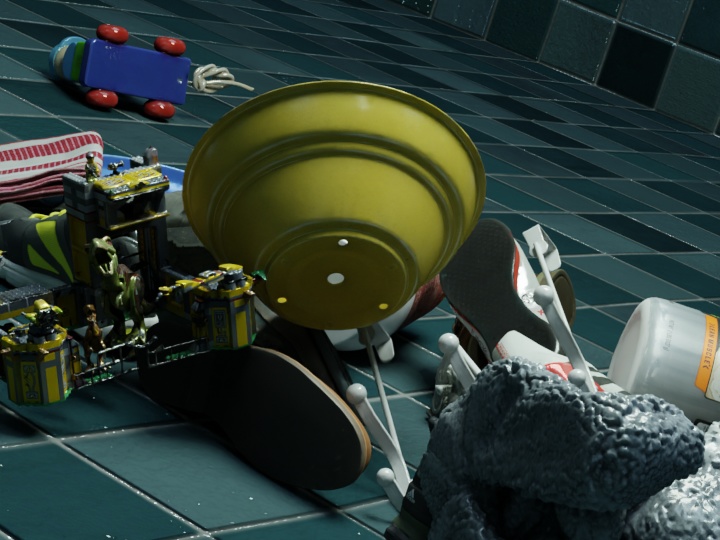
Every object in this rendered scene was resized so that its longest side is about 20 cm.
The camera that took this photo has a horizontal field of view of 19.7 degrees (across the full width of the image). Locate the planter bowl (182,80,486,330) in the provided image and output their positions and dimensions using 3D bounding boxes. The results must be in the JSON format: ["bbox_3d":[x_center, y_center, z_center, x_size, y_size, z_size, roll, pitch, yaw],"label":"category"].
[{"bbox_3d":[-0.017,-0.021,1.335,0.200,0.201,0.084,14,45,-16],"label":"planter bowl"}]

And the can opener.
[{"bbox_3d":[0.097,0.109,1.429,0.067,0.053,0.200,13,16,-21],"label":"can opener"}]

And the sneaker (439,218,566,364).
[{"bbox_3d":[0.120,0.053,1.541,0.108,0.067,0.202,57,5,-36],"label":"sneaker"}]

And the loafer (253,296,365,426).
[{"bbox_3d":[-0.046,0.066,1.424,0.063,0.072,0.200,-28,25,-2],"label":"loafer"}]

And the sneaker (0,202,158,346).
[{"bbox_3d":[-0.196,-0.015,1.470,0.074,0.085,0.200,6,18,-45],"label":"sneaker"}]

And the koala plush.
[{"bbox_3d":[0.150,0.138,1.125,0.200,0.178,0.184,13,13,-27],"label":"koala plush"}]

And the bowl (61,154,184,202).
[{"bbox_3d":[-0.156,-0.045,1.736,0.200,0.039,0.201,18,14,-4],"label":"bowl"}]

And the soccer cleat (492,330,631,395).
[{"bbox_3d":[0.165,0.103,1.413,0.200,0.069,0.085,32,14,-38],"label":"soccer cleat"}]

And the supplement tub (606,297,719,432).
[{"bbox_3d":[0.287,0.105,1.545,0.199,0.123,0.123,17,13,-2],"label":"supplement tub"}]

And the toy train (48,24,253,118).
[{"bbox_3d":[-0.228,-0.209,2.231,0.200,0.085,0.116,8,3,-36],"label":"toy train"}]

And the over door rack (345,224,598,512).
[{"bbox_3d":[0.065,0.051,1.331,0.067,0.147,0.200,56,13,-29],"label":"over door rack"}]

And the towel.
[{"bbox_3d":[-0.274,-0.082,1.634,0.144,0.023,0.200,-8,14,-5],"label":"towel"}]

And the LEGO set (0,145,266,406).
[{"bbox_3d":[-0.165,-0.006,1.273,0.200,0.116,0.154,-13,21,-25],"label":"LEGO set"}]

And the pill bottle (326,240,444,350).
[{"bbox_3d":[0.000,0.000,1.605,0.112,0.112,0.200,21,14,13],"label":"pill bottle"}]

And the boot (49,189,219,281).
[{"bbox_3d":[-0.122,-0.048,1.552,0.200,0.068,0.131,10,48,30],"label":"boot"}]

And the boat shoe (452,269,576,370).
[{"bbox_3d":[0.109,0.055,1.654,0.068,0.072,0.200,-9,9,27],"label":"boat shoe"}]

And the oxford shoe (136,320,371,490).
[{"bbox_3d":[-0.054,0.081,1.314,0.071,0.072,0.200,9,14,-46],"label":"oxford shoe"}]

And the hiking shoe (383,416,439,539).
[{"bbox_3d":[0.116,0.140,1.228,0.200,0.101,0.076,9,17,-32],"label":"hiking shoe"}]
